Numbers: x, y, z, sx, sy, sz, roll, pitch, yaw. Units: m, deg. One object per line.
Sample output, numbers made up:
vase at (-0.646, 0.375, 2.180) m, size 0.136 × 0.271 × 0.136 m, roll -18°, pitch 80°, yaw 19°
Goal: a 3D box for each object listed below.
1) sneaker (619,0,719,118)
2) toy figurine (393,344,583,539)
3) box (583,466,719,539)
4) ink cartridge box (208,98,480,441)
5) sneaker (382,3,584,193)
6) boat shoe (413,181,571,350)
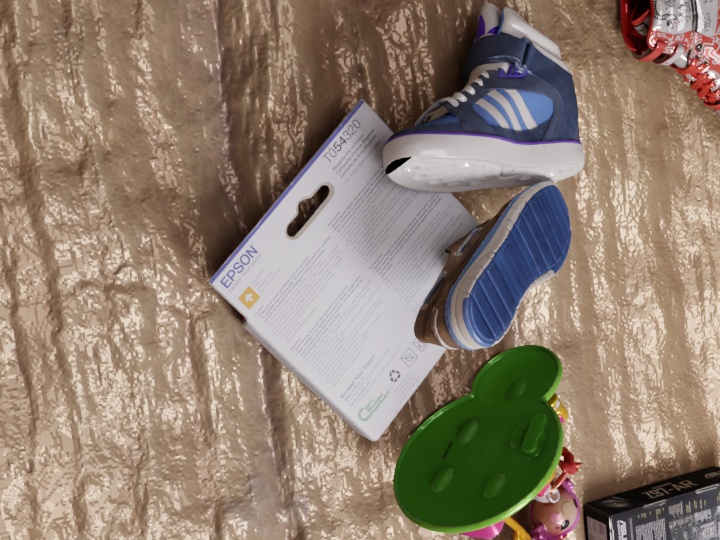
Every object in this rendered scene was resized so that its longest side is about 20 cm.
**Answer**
sneaker at (0.294, -0.188, 1.222) m, size 0.107 × 0.067 × 0.203 m, roll -24°, pitch 102°, yaw -20°
toy figurine at (0.143, 0.198, 1.181) m, size 0.185 × 0.149 × 0.200 m, roll 59°, pitch 46°, yaw -33°
box at (0.294, 0.300, 1.288) m, size 0.159 × 0.043 × 0.202 m, roll -12°, pitch 101°, yaw -24°
ink cartridge box at (0.000, 0.000, 1.115) m, size 0.200 × 0.043 × 0.197 m, roll 45°, pitch 75°, yaw -21°
sneaker at (0.091, -0.145, 1.113) m, size 0.199 × 0.080 × 0.148 m, roll -2°, pitch 74°, yaw -33°
boat shoe at (0.103, -0.009, 1.098) m, size 0.200 × 0.072 × 0.073 m, roll -44°, pitch 116°, yaw -45°
